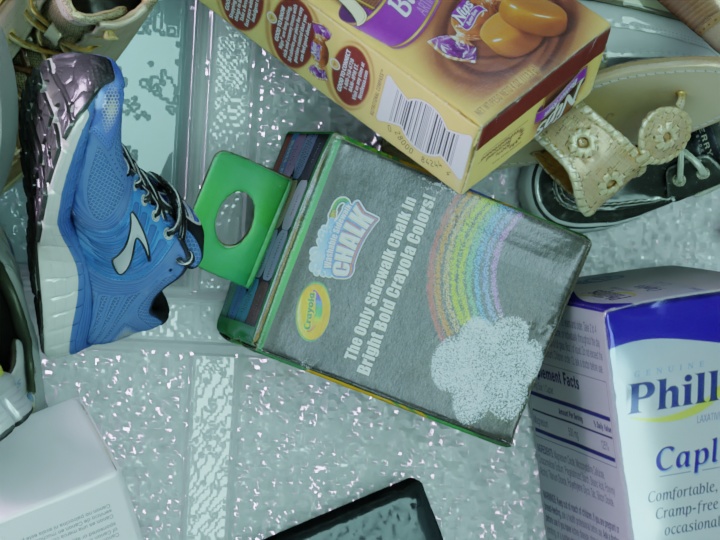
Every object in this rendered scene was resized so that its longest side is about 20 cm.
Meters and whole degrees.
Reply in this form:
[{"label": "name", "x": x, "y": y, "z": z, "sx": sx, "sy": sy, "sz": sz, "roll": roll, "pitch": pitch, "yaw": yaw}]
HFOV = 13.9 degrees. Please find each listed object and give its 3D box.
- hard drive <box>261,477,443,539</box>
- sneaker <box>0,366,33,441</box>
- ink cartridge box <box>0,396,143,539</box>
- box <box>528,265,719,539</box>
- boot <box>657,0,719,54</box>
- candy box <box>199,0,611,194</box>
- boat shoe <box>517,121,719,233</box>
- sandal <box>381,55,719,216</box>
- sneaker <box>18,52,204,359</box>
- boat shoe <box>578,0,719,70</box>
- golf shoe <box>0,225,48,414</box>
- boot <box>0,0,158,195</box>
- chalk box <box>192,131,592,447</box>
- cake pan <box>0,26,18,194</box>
[{"label": "hard drive", "x": 0.004, "y": 0.234, "z": 1.648, "sx": 0.139, "sy": 0.033, "sz": 0.201, "roll": -22, "pitch": 97, "yaw": -11}, {"label": "sneaker", "x": -0.253, "y": 0.047, "z": 1.507, "sx": 0.078, "sy": 0.199, "sz": 0.091, "roll": -46, "pitch": 119, "yaw": -42}, {"label": "ink cartridge box", "x": -0.177, "y": 0.189, "z": 1.542, "sx": 0.144, "sy": 0.084, "sz": 0.201, "roll": -21, "pitch": 122, "yaw": -11}, {"label": "box", "x": 0.166, "y": 0.105, "z": 1.603, "sx": 0.104, "sy": 0.184, "sz": 0.201, "roll": -9, "pitch": 95, "yaw": -12}, {"label": "boot", "x": 0.198, "y": -0.211, "z": 1.625, "sx": 0.167, "sy": 0.072, "sz": 0.200, "roll": 54, "pitch": 36, "yaw": 2}, {"label": "candy box", "x": 0.016, "y": -0.139, "z": 1.542, "sx": 0.200, "sy": 0.057, "sz": 0.117, "roll": 36, "pitch": 50, "yaw": 19}, {"label": "boat shoe", "x": 0.184, "y": -0.077, "z": 1.661, "sx": 0.199, "sy": 0.064, "sz": 0.071, "roll": -24, "pitch": 97, "yaw": -11}, {"label": "sandal", "x": 0.112, "y": -0.059, "z": 1.597, "sx": 0.211, "sy": 0.078, "sz": 0.070, "roll": -7, "pitch": 62, "yaw": 20}, {"label": "sneaker", "x": -0.126, "y": -0.038, "z": 1.508, "sx": 0.089, "sy": 0.200, "sz": 0.079, "roll": -8, "pitch": 52, "yaw": -10}, {"label": "boat shoe", "x": 0.107, "y": -0.128, "z": 1.640, "sx": 0.199, "sy": 0.075, "sz": 0.069, "roll": 8, "pitch": 92, "yaw": -3}, {"label": "golf shoe", "x": -0.198, "y": 0.071, "z": 1.562, "sx": 0.078, "sy": 0.097, "sz": 0.201, "roll": -15, "pitch": 97, "yaw": -14}, {"label": "boot", "x": -0.161, "y": -0.118, "z": 1.529, "sx": 0.073, "sy": 0.155, "sz": 0.200, "roll": 42, "pitch": 82, "yaw": -6}, {"label": "chalk box", "x": 0.000, "y": 0.000, "z": 1.593, "sx": 0.199, "sy": 0.124, "sz": 0.125, "roll": 22, "pitch": 88, "yaw": -12}, {"label": "cake pan", "x": -0.253, "y": -0.086, "z": 1.515, "sx": 0.199, "sy": 0.037, "sz": 0.201, "roll": 6, "pitch": 101, "yaw": 31}]
